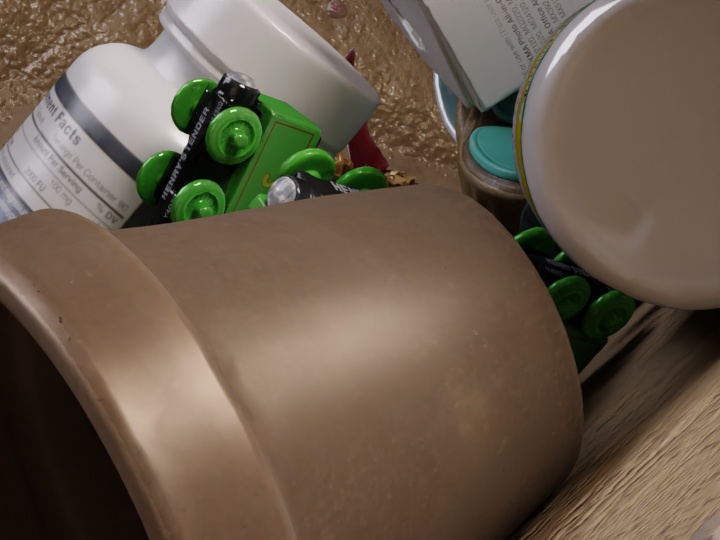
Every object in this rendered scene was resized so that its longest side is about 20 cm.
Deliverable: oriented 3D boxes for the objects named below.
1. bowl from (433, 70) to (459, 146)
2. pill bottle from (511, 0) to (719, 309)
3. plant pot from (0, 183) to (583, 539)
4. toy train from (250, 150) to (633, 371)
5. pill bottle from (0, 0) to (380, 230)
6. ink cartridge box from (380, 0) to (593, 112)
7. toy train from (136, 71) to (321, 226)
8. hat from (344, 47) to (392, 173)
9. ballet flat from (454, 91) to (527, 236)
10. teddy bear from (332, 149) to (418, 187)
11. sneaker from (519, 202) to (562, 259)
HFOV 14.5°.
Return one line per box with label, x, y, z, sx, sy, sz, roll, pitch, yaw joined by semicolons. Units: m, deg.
bowl;0.144;-0.122;1.451;0.201;0.105;0.201;-28;48;37
pill bottle;0.111;-0.047;1.013;0.113;0.113;0.200;-43;2;3
plant pot;-0.025;0.055;0.930;0.175;0.200;0.200;-23;-7;-24
toy train;0.029;0.003;1.075;0.200;0.042;0.056;17;-58;-46
pill bottle;-0.089;-0.020;1.124;0.200;0.120;0.120;-49;1;8
ink cartridge box;0.098;-0.180;1.326;0.200;0.083;0.145;-32;31;-1
toy train;-0.076;0.020;1.054;0.042;0.056;0.200;40;108;49
hat;-0.018;0.007;1.577;0.166;0.176;0.200;-43;2;14
ballet flat;0.070;-0.041;1.313;0.200;0.068;0.072;-101;20;-69
teddy bear;0.000;0.000;1.239;0.145;0.200;0.067;-15;45;34
sneaker;0.154;-0.064;1.159;0.200;0.070;0.082;-34;11;20
